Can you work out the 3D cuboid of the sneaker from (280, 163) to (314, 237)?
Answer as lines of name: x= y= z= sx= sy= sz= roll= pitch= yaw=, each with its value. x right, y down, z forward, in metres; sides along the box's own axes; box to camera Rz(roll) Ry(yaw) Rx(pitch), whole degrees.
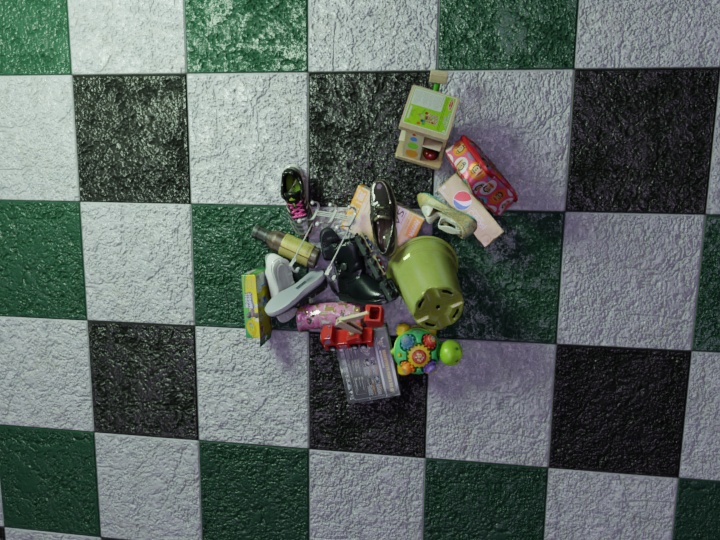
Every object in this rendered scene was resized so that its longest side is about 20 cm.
sneaker: x=-0.178 y=-0.189 z=1.606 sx=0.072 sy=0.087 sz=0.204 roll=-9 pitch=98 yaw=9

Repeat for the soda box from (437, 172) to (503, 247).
soda box: x=0.290 y=-0.160 z=1.555 sx=0.067 sy=0.064 sz=0.201 roll=-39 pitch=91 yaw=12

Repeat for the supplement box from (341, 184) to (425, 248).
supplement box: x=0.062 y=-0.131 z=1.587 sx=0.197 sy=0.074 sz=0.128 roll=26 pitch=102 yaw=3

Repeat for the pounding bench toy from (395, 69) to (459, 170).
pounding bench toy: x=0.177 y=-0.387 z=1.503 sx=0.122 sy=0.156 sz=0.203 roll=17 pitch=70 yaw=5

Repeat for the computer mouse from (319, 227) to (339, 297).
computer mouse: x=-0.076 y=-0.022 z=1.650 sx=0.058 sy=0.034 sz=0.204 roll=-13 pitch=102 yaw=-15

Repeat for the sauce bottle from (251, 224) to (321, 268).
sauce bottle: x=-0.208 y=-0.072 z=1.640 sx=0.197 sy=0.065 sz=0.066 roll=26 pitch=102 yaw=3

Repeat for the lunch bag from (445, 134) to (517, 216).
lunch bag: x=0.297 y=-0.243 z=1.472 sx=0.082 sy=0.199 sz=0.178 roll=-40 pitch=48 yaw=18

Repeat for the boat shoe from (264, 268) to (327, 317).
boat shoe: x=-0.170 y=0.073 z=1.619 sx=0.199 sy=0.068 sz=0.057 roll=-36 pitch=127 yaw=-20

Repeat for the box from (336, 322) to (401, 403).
box: x=0.020 y=0.263 z=1.668 sx=0.155 sy=0.048 sz=0.204 roll=-12 pitch=97 yaw=9

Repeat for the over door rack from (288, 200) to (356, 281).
over door rack: x=-0.105 y=-0.085 z=1.545 sx=0.146 sy=0.066 sz=0.203 roll=12 pitch=79 yaw=37

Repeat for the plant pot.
plant pot: x=0.178 y=0.046 z=1.506 sx=0.196 sy=0.185 sz=0.203 roll=-4 pitch=123 yaw=-6

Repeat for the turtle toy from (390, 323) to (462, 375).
turtle toy: x=0.179 y=0.222 z=1.609 sx=0.196 sy=0.101 sz=0.149 roll=-2 pitch=99 yaw=0

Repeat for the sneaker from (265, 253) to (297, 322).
sneaker: x=-0.228 y=0.049 z=1.665 sx=0.080 sy=0.076 sz=0.204 roll=23 pitch=123 yaw=46

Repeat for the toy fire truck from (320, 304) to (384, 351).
toy fire truck: x=-0.023 y=0.154 z=1.559 sx=0.196 sy=0.049 sz=0.142 roll=-6 pitch=142 yaw=16

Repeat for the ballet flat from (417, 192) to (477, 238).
ballet flat: x=0.210 y=-0.140 z=1.528 sx=0.199 sy=0.070 sz=0.072 roll=33 pitch=104 yaw=32

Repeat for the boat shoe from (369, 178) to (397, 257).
boat shoe: x=0.060 y=-0.137 z=1.512 sx=0.072 sy=0.065 sz=0.204 roll=-9 pitch=89 yaw=10

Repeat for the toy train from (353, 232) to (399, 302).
toy train: x=0.042 y=-0.013 z=1.515 sx=0.202 sy=0.045 sz=0.034 roll=61 pitch=142 yaw=13

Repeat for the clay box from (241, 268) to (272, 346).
clay box: x=-0.290 y=0.104 z=1.654 sx=0.047 sy=0.115 sz=0.204 roll=-1 pitch=98 yaw=9

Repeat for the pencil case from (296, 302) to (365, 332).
pencil case: x=-0.084 y=0.130 z=1.644 sx=0.196 sy=0.083 sz=0.088 roll=-2 pitch=111 yaw=8

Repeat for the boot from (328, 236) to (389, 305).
boot: x=0.000 y=0.000 z=1.565 sx=0.198 sy=0.076 sz=0.171 roll=5 pitch=111 yaw=44
